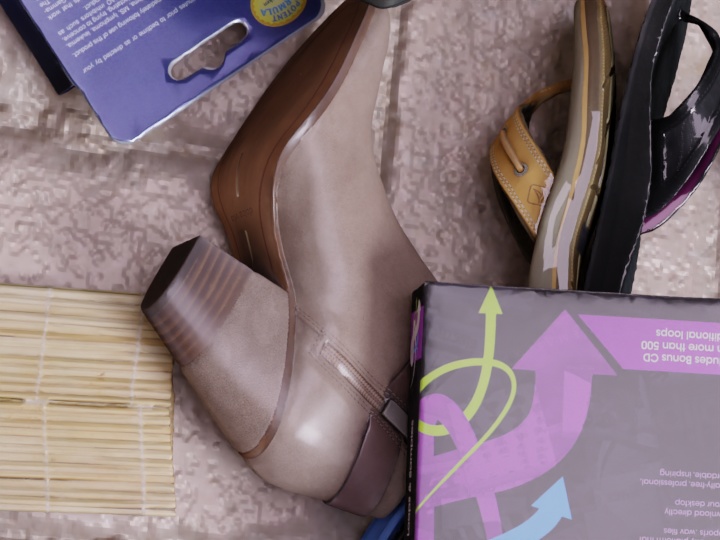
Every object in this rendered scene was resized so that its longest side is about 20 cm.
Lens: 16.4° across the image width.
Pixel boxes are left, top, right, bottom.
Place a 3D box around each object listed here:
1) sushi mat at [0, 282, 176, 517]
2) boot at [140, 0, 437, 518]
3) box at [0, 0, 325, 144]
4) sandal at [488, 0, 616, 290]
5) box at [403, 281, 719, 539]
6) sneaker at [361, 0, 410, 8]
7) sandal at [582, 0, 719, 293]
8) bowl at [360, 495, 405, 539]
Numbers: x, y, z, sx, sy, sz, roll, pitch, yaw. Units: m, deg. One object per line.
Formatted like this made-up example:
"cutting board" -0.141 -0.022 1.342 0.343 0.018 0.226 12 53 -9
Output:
"sushi mat" -0.171 0.051 1.037 0.198 0.012 0.097 4 84 -19
"boot" 0.000 0.000 1.084 0.146 0.070 0.201 39 73 -19
"box" -0.115 -0.163 1.073 0.121 0.032 0.201 -35 95 -20
"sandal" 0.079 -0.031 1.114 0.054 0.080 0.202 11 79 10
"box" 0.090 0.109 1.042 0.142 0.036 0.202 3 83 -6
"sneaker" -0.049 -0.169 1.024 0.199 0.085 0.075 19 110 -18
"sandal" 0.139 -0.049 1.129 0.048 0.075 0.202 12 87 11
"bowl" 0.086 0.167 1.076 0.199 0.039 0.202 2 75 -6
